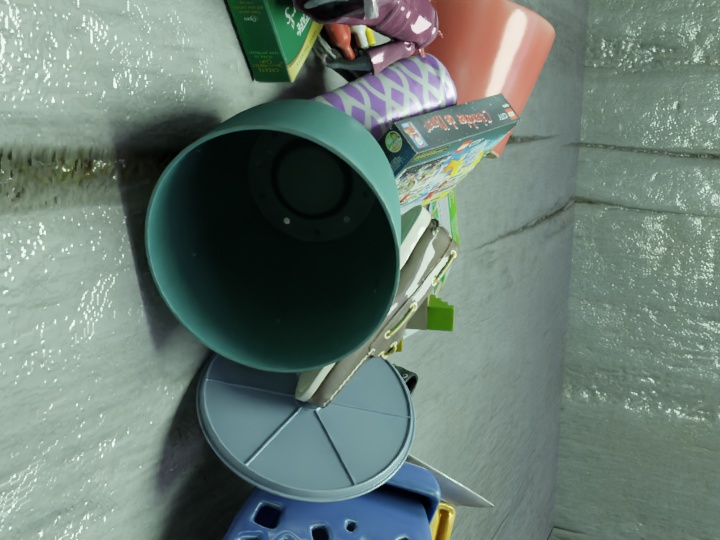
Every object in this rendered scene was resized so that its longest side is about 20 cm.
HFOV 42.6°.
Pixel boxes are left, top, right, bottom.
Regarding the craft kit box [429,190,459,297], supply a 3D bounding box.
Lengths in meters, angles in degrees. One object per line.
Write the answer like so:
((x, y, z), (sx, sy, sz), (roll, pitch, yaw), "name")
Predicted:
((0.093, -0.061, 1.325), (0.198, 0.048, 0.203), (-56, 145, -47), "craft kit box")

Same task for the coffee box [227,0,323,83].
((-0.082, -0.284, 0.816), (0.202, 0.043, 0.124), (73, 30, -44), "coffee box")

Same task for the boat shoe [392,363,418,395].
((0.029, 0.210, 1.193), (0.075, 0.065, 0.201), (74, 30, -44), "boat shoe")

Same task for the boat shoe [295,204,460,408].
((0.017, 0.040, 0.810), (0.059, 0.072, 0.202), (38, 76, -17), "boat shoe")

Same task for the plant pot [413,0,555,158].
((0.143, -0.255, 1.229), (0.200, 0.197, 0.181), (11, 95, -68), "plant pot")

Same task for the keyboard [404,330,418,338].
((0.056, -0.026, 1.060), (0.056, 0.010, 0.205), (-25, 116, -66), "keyboard")

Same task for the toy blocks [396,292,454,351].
((0.000, 0.000, 0.936), (0.137, 0.195, 0.102), (-74, 164, -62), "toy blocks")

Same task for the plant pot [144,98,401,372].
((-0.056, -0.047, 0.757), (0.162, 0.196, 0.205), (-72, 159, -62), "plant pot")

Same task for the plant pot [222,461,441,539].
((-0.030, 0.269, 0.839), (0.202, 0.196, 0.183), (102, 2, -55), "plant pot")

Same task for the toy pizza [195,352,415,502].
((-0.048, 0.123, 0.818), (0.201, 0.197, 0.032), (-57, 168, -48), "toy pizza")

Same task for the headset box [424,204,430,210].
((0.023, -0.097, 1.077), (0.149, 0.076, 0.203), (55, 43, -51), "headset box")

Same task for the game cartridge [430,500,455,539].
((0.030, 0.327, 1.010), (0.199, 0.032, 0.180), (168, -62, -70), "game cartridge")

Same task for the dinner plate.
((0.050, 0.207, 0.980), (0.025, 0.198, 0.200), (-60, 154, -8), "dinner plate")

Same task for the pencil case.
((0.005, -0.146, 0.915), (0.198, 0.085, 0.086), (-28, 162, -27), "pencil case")

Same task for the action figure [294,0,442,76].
((0.025, -0.253, 0.840), (0.198, 0.147, 0.137), (17, 83, -47), "action figure")

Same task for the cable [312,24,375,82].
((0.008, -0.210, 0.971), (0.097, 0.050, 0.202), (-43, 106, -46), "cable")

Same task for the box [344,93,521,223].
((0.063, -0.108, 0.935), (0.198, 0.038, 0.137), (-24, 163, -49), "box")
